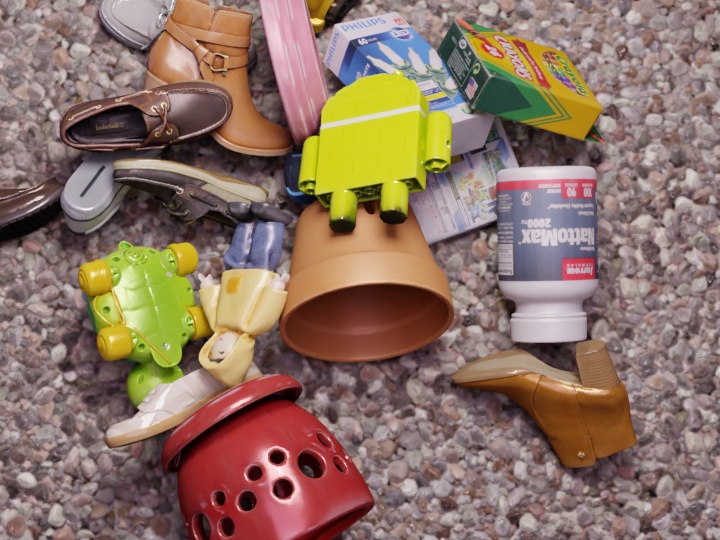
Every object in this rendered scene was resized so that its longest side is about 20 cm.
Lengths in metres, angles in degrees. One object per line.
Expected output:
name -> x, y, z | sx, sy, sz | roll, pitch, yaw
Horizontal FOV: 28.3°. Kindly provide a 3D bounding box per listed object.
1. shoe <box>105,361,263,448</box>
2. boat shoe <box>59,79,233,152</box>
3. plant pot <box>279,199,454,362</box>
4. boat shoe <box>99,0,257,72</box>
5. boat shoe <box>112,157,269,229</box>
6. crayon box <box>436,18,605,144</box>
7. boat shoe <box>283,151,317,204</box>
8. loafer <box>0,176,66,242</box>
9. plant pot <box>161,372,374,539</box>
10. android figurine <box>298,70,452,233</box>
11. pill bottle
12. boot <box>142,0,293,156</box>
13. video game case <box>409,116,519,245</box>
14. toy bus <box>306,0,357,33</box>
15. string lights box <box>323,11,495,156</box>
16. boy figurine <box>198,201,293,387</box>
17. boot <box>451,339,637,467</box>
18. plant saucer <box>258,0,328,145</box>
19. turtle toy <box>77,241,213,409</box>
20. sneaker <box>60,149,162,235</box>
shoe -> -0.200, 0.141, 1.583 | 0.199, 0.070, 0.054 | -24, 87, -31
boat shoe -> -0.241, -0.168, 1.611 | 0.198, 0.070, 0.071 | -12, 106, -2
plant pot -> 0.000, 0.000, 1.630 | 0.198, 0.201, 0.141 | -4, 62, -7
boat shoe -> -0.219, -0.294, 1.712 | 0.200, 0.086, 0.075 | 23, 76, -1
boat shoe -> -0.195, -0.085, 1.649 | 0.198, 0.073, 0.066 | 12, 84, -32
crayon box -> 0.201, -0.223, 1.691 | 0.198, 0.051, 0.127 | 11, 35, -30
boat shoe -> 0.006, -0.136, 1.684 | 0.198, 0.084, 0.069 | -12, 76, -10
loafer -> -0.434, -0.068, 1.648 | 0.198, 0.073, 0.072 | -24, 81, -11
plant pot -> -0.112, 0.230, 1.560 | 0.199, 0.201, 0.183 | -31, 76, -11
android figurine -> 0.015, -0.137, 1.579 | 0.180, 0.041, 0.202 | -11, 57, 21
pill bottle -> 0.220, -0.019, 1.677 | 0.118, 0.120, 0.202 | -2, 91, -6
boot -> -0.150, -0.226, 1.669 | 0.198, 0.074, 0.156 | 16, 105, -19
video game case -> 0.094, -0.140, 1.746 | 0.181, 0.022, 0.202 | -19, 80, -9
toy bus -> -0.032, -0.415, 1.705 | 0.135, 0.192, 0.200 | 41, 76, 5
string lights box -> 0.056, -0.217, 1.685 | 0.102, 0.059, 0.200 | -19, 55, -36
boy figurine -> -0.136, 0.027, 1.579 | 0.123, 0.064, 0.202 | 7, 77, 35
boot -> 0.215, 0.165, 1.669 | 0.199, 0.071, 0.145 | -10, 108, 21
plant saucer -> -0.074, -0.249, 1.657 | 0.050, 0.201, 0.203 | -13, 80, 1
turtle toy -> -0.247, 0.064, 1.625 | 0.145, 0.101, 0.202 | -12, 81, -32
sneaker -> -0.290, -0.123, 1.680 | 0.073, 0.071, 0.200 | 35, 56, 4
